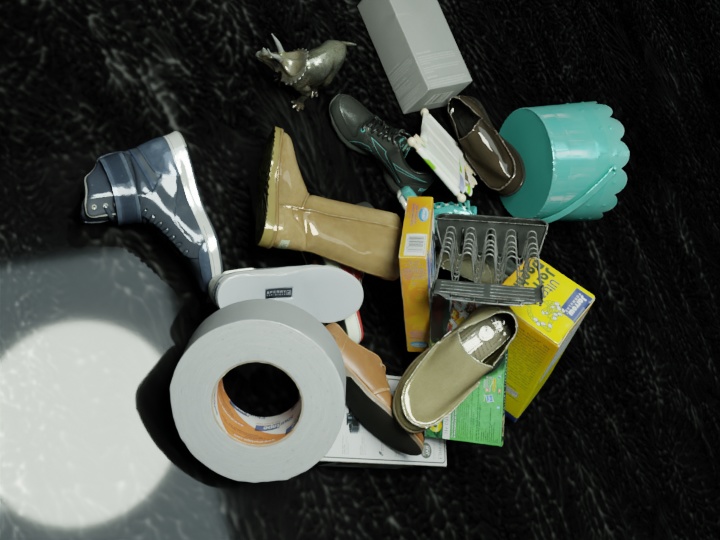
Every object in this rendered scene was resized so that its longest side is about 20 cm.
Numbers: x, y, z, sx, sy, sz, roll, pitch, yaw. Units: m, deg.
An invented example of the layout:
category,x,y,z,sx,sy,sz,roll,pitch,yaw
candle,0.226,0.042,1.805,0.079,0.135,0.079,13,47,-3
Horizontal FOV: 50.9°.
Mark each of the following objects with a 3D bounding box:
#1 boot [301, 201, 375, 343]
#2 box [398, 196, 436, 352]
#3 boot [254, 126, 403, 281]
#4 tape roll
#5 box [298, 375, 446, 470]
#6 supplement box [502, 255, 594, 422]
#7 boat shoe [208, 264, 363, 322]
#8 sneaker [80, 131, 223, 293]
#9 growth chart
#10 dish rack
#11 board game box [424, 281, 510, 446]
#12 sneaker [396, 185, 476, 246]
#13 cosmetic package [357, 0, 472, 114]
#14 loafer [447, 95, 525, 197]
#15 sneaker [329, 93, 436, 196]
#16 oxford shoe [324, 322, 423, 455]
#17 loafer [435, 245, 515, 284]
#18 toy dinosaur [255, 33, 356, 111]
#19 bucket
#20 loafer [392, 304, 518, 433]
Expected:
category,x,y,z,sx,sy,sz,roll,pitch,yaw
boot,0.000,0.000,1.057,0.142,0.072,0.203,-8,74,-34
box,0.082,0.016,1.031,0.041,0.202,0.120,0,44,11
boot,-0.039,-0.085,1.005,0.197,0.066,0.178,12,68,-24
tape roll,-0.114,0.138,0.868,0.196,0.066,0.204,0,107,0
box,0.016,0.199,1.002,0.197,0.060,0.119,9,69,-29
supplement box,0.227,0.098,1.065,0.109,0.202,0.109,35,53,19
boat shoe,-0.093,0.026,0.942,0.197,0.070,0.072,-2,102,-28
sneaker,-0.257,-0.051,0.920,0.144,0.077,0.206,-21,93,-25
growth chart,0.131,-0.177,1.162,0.145,0.018,0.201,48,25,-14
dish rack,0.162,-0.014,0.958,0.200,0.150,0.056,-65,156,-65
board game box,0.138,0.118,0.976,0.023,0.103,0.204,0,94,-72
sneaker,0.137,-0.077,1.147,0.198,0.080,0.078,29,24,-26
cosmetic package,0.087,-0.369,1.226,0.106,0.090,0.203,-17,80,-33
loafer,0.189,-0.201,1.212,0.071,0.073,0.202,9,45,-51
sneaker,0.039,-0.197,1.141,0.200,0.079,0.076,43,57,-9
oxford shoe,0.017,0.146,0.943,0.200,0.071,0.071,49,52,-6
loafer,0.184,0.003,1.125,0.199,0.070,0.075,33,15,-26
toy dinosaur,-0.062,-0.295,1.099,0.198,0.102,0.078,-24,86,-33
bucket,0.316,-0.172,1.227,0.132,0.207,0.211,-5,76,-20
loafer,0.114,0.108,0.901,0.076,0.067,0.200,42,77,5
